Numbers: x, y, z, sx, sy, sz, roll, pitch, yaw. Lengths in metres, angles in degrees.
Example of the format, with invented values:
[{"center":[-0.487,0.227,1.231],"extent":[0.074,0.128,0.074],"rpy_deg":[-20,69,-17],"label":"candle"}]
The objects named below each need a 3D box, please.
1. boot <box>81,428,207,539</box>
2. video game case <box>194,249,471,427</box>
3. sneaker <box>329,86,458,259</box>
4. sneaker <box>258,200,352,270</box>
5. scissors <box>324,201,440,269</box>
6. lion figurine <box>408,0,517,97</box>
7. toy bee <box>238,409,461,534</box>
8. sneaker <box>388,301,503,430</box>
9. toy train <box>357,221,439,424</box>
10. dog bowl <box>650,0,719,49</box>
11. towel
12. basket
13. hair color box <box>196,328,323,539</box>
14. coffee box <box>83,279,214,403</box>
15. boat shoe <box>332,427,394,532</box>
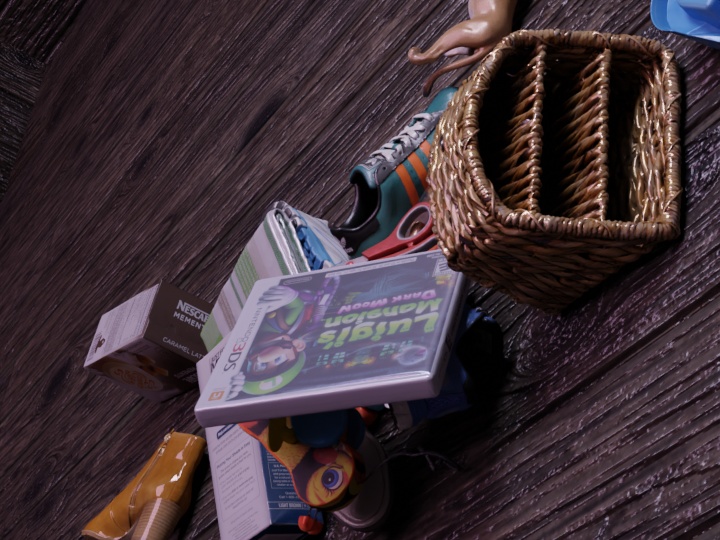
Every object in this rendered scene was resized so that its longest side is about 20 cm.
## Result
[{"center":[-0.243,0.257,1.754],"extent":[0.201,0.071,0.144],"rpy_deg":[-19,43,56],"label":"boot"},{"center":[-0.017,0.050,1.213],"extent":[0.199,0.023,0.182],"rpy_deg":[-9,31,21],"label":"video game case"},{"center":[0.041,-0.099,1.474],"extent":[0.200,0.080,0.071],"rpy_deg":[-64,22,-8],"label":"sneaker"},{"center":[-0.025,0.008,1.525],"extent":[0.075,0.086,0.200],"rpy_deg":[-53,47,31],"label":"sneaker"},{"center":[0.000,0.000,1.388],"extent":[0.200,0.014,0.073],"rpy_deg":[-27,52,30],"label":"scissors"},{"center":[0.126,-0.264,1.486],"extent":[0.122,0.072,0.201],"rpy_deg":[3,76,37],"label":"lion figurine"},{"center":[-0.039,0.150,1.226],"extent":[0.200,0.131,0.109],"rpy_deg":[24,79,44],"label":"toy bee"},{"center":[0.077,0.058,1.244],"extent":[0.089,0.079,0.200],"rpy_deg":[-7,31,14],"label":"sneaker"},{"center":[0.030,0.038,1.383],"extent":[0.150,0.056,0.201],"rpy_deg":[-29,40,56],"label":"toy train"},{"center":[0.285,-0.208,1.091],"extent":[0.112,0.049,0.200],"rpy_deg":[-63,22,2],"label":"dog bowl"},{"center":[-0.097,0.055,1.533],"extent":[0.200,0.031,0.149],"rpy_deg":[-57,45,40],"label":"towel"},{"center":[0.145,-0.095,1.154],"extent":[0.149,0.142,0.200],"rpy_deg":[-39,32,47],"label":"basket"},{"center":[-0.097,0.161,1.436],"extent":[0.100,0.060,0.201],"rpy_deg":[-41,52,47],"label":"hair color box"},{"center":[-0.246,0.091,1.869],"extent":[0.200,0.114,0.080],"rpy_deg":[-24,43,56],"label":"coffee box"},{"center":[-0.009,0.169,1.332],"extent":[0.067,0.057,0.200],"rpy_deg":[-36,35,0],"label":"boat shoe"}]
